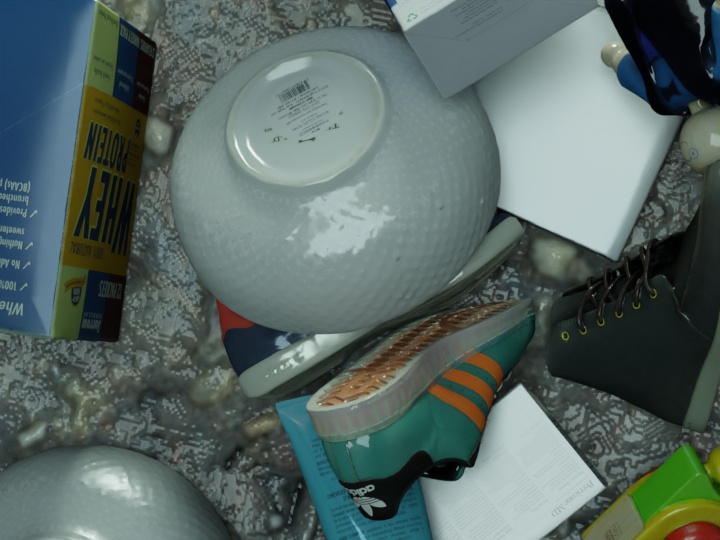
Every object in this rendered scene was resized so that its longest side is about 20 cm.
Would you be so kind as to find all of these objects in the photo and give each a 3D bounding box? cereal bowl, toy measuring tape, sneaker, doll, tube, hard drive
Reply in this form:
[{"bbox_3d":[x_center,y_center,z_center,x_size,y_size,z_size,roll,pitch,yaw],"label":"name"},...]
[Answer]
[{"bbox_3d":[-0.022,-0.067,0.999,0.200,0.083,0.200,-7,60,12],"label":"cereal bowl"},{"bbox_3d":[-0.178,0.209,1.052,0.200,0.083,0.200,0,87,10],"label":"cereal bowl"},{"bbox_3d":[0.167,0.178,1.018,0.074,0.074,0.200,45,110,8],"label":"toy measuring tape"},{"bbox_3d":[0.000,0.000,1.041,0.200,0.075,0.085,-28,79,3],"label":"sneaker"},{"bbox_3d":[0.044,0.077,0.987,0.071,0.200,0.080,-7,105,40],"label":"sneaker"},{"bbox_3d":[0.166,-0.145,0.952,0.048,0.136,0.200,-23,84,-24],"label":"doll"},{"bbox_3d":[0.013,0.163,0.994,0.077,0.050,0.200,-14,77,-11],"label":"tube"},{"bbox_3d":[0.164,0.012,0.967,0.106,0.200,0.075,14,45,12],"label":"sneaker"},{"bbox_3d":[0.141,-0.123,1.049,0.132,0.026,0.200,25,91,9],"label":"hard drive"}]

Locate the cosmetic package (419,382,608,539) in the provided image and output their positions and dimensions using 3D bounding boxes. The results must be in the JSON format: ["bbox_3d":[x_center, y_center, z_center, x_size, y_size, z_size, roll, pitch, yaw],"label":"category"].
[{"bbox_3d":[0.049,0.163,1.035,0.200,0.051,0.083,-39,78,5],"label":"cosmetic package"}]

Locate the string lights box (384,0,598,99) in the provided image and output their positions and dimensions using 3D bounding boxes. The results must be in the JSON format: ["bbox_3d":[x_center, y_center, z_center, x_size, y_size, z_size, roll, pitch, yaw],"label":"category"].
[{"bbox_3d":[0.050,-0.199,0.992,0.103,0.059,0.200,-30,42,6],"label":"string lights box"}]

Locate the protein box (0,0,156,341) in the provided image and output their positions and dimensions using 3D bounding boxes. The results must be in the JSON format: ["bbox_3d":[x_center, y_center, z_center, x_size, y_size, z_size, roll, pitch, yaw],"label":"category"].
[{"bbox_3d":[-0.249,-0.066,1.050,0.198,0.135,0.200,7,88,9],"label":"protein box"}]
